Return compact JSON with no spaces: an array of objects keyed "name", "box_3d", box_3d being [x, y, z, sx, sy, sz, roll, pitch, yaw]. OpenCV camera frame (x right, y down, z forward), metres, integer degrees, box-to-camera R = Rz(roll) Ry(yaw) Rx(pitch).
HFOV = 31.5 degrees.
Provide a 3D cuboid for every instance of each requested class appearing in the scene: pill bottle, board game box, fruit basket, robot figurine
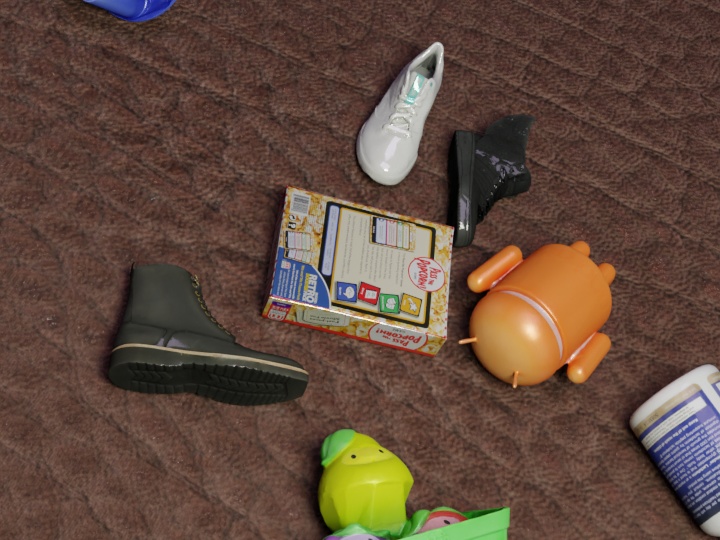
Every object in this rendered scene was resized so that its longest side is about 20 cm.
[{"name":"pill bottle","box_3d":[0.390,0.212,1.371,0.115,0.116,0.200,-22,68,-29]},{"name":"board game box","box_3d":[0.000,0.000,1.412,0.199,0.046,0.152,14,56,-10]},{"name":"fruit basket","box_3d":[0.025,0.243,1.220,0.215,0.155,0.217,6,75,-21]},{"name":"robot figurine","box_3d":[0.197,0.048,1.409,0.200,0.116,0.144,-39,112,-33]}]

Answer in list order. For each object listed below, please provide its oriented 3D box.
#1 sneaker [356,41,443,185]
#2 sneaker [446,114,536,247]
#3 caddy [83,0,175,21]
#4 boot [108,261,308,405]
[{"name":"sneaker","box_3d":[0.053,-0.195,1.525,0.075,0.089,0.201,24,55,-5]},{"name":"sneaker","box_3d":[0.159,-0.108,1.525,0.104,0.060,0.201,9,54,-8]},{"name":"caddy","box_3d":[-0.277,-0.393,1.494,0.105,0.141,0.201,-1,72,-66]},{"name":"boot","box_3d":[-0.150,0.057,1.312,0.199,0.078,0.139,11,52,-14]}]
